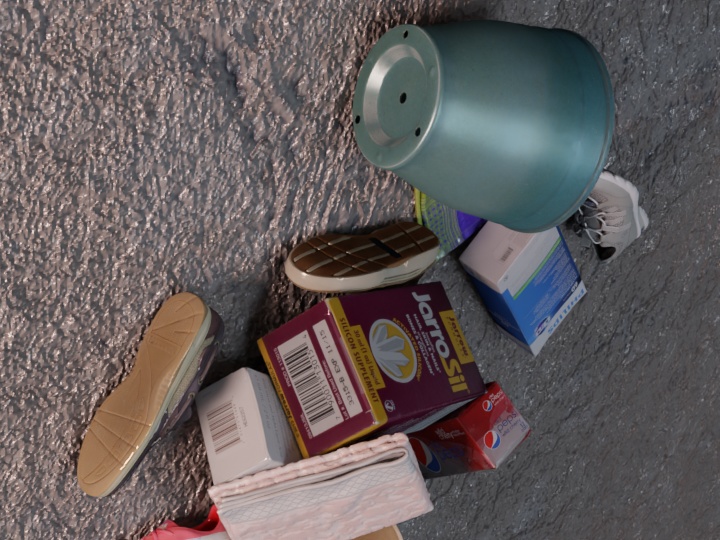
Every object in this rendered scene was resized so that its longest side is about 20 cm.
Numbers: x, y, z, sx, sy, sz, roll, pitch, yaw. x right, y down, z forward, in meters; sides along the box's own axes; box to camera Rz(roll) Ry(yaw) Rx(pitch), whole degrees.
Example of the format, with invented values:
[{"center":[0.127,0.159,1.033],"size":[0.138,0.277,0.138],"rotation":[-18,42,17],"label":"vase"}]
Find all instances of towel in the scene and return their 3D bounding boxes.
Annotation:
[{"center":[0.133,-0.108,1.680],"size":[0.200,0.023,0.144],"rotation":[-35,138,-30],"label":"towel"},{"center":[-0.034,0.226,1.533],"size":[0.198,0.032,0.191],"rotation":[-16,153,1],"label":"towel"}]

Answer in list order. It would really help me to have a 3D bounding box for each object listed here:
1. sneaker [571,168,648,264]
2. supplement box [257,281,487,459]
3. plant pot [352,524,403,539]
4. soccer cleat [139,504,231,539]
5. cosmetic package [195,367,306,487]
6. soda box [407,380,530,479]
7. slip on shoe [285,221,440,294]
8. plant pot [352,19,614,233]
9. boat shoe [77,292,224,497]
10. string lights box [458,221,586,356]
[{"center":[0.280,-0.065,1.838],"size":[0.082,0.074,0.200],"rotation":[-57,144,-6],"label":"sneaker"},{"center":[0.015,0.096,1.551],"size":[0.103,0.132,0.199],"rotation":[-31,167,34],"label":"supplement box"},{"center":[-0.034,0.353,1.692],"size":[0.187,0.187,0.200],"rotation":[-46,156,-18],"label":"plant pot"},{"center":[-0.204,0.282,1.532],"size":[0.199,0.066,0.077],"rotation":[-8,91,-41],"label":"soccer cleat"},{"center":[-0.070,0.172,1.554],"size":[0.074,0.102,0.200],"rotation":[-28,152,24],"label":"cosmetic package"},{"center":[0.102,0.175,1.702],"size":[0.063,0.200,0.070],"rotation":[-40,96,-24],"label":"soda box"},{"center":[0.000,0.000,1.564],"size":[0.199,0.076,0.061],"rotation":[-18,138,-50],"label":"slip on shoe"},{"center":[0.103,-0.147,1.488],"size":[0.187,0.200,0.201],"rotation":[9,108,-37],"label":"plant pot"},{"center":[-0.183,0.118,1.426],"size":[0.065,0.072,0.201],"rotation":[34,81,-49],"label":"boat shoe"},{"center":[0.185,0.006,1.770],"size":[0.103,0.059,0.200],"rotation":[-50,150,-10],"label":"string lights box"}]
